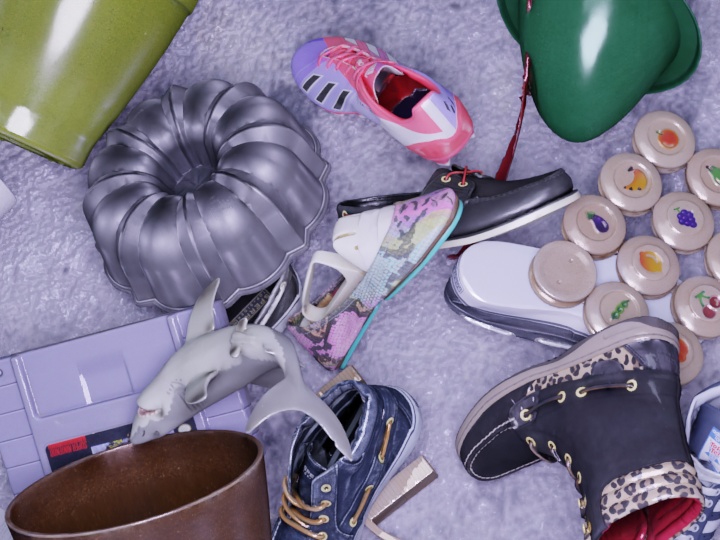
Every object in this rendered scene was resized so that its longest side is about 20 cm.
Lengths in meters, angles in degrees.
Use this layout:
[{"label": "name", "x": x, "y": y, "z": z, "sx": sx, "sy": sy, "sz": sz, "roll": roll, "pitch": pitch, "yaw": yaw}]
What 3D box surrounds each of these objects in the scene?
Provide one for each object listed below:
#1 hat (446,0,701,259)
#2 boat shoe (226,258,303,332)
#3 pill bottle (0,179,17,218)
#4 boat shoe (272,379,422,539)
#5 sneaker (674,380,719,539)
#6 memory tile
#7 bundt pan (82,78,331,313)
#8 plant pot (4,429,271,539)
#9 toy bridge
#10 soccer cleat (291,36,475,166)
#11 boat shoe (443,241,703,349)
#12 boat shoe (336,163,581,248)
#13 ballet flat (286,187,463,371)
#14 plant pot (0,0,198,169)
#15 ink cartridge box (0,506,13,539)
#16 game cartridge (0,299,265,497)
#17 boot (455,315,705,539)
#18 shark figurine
[{"label": "hat", "x": 0.153, "y": -0.118, "z": 1.569, "sx": 0.165, "sy": 0.200, "sz": 0.176, "roll": 13, "pitch": 60, "yaw": 23}, {"label": "boat shoe", "x": -0.126, "y": 0.063, "z": 1.610, "sx": 0.071, "sy": 0.064, "sz": 0.200, "roll": 37, "pitch": 80, "yaw": 18}, {"label": "pill bottle", "x": -0.374, "y": -0.020, "z": 1.649, "sx": 0.200, "sy": 0.114, "sz": 0.114, "roll": -44, "pitch": 71, "yaw": -8}, {"label": "boat shoe", "x": -0.034, "y": 0.168, "z": 1.526, "sx": 0.071, "sy": 0.091, "sz": 0.201, "roll": 30, "pitch": 93, "yaw": 29}, {"label": "sneaker", "x": 0.239, "y": 0.161, "z": 1.499, "sx": 0.070, "sy": 0.109, "sz": 0.200, "roll": 32, "pitch": 78, "yaw": 17}, {"label": "memory tile", "x": 0.231, "y": -0.020, "z": 1.571, "sx": 0.153, "sy": 0.017, "sz": 0.200, "roll": 37, "pitch": 64, "yaw": 5}, {"label": "bundt pan", "x": -0.128, "y": -0.070, "z": 1.619, "sx": 0.201, "sy": 0.076, "sz": 0.202, "roll": -12, "pitch": 52, "yaw": 15}, {"label": "plant pot", "x": -0.136, "y": 0.241, "z": 1.486, "sx": 0.186, "sy": 0.187, "sz": 0.201, "roll": -13, "pitch": 103, "yaw": 4}, {"label": "toy bridge", "x": 0.028, "y": 0.168, "z": 1.571, "sx": 0.067, "sy": 0.027, "sz": 0.200, "roll": -37, "pitch": 70, "yaw": -3}, {"label": "soccer cleat", "x": 0.010, "y": -0.147, "z": 1.633, "sx": 0.067, "sy": 0.076, "sz": 0.200, "roll": -48, "pitch": 49, "yaw": -8}, {"label": "boat shoe", "x": 0.161, "y": 0.030, "z": 1.581, "sx": 0.199, "sy": 0.068, "sz": 0.072, "roll": 9, "pitch": 65, "yaw": -9}, {"label": "boat shoe", "x": 0.070, "y": -0.048, "z": 1.581, "sx": 0.201, "sy": 0.074, "sz": 0.063, "roll": -14, "pitch": 94, "yaw": 31}, {"label": "ballet flat", "x": 0.000, "y": 0.000, "z": 1.553, "sx": 0.071, "sy": 0.200, "sz": 0.069, "roll": 30, "pitch": 43, "yaw": -8}, {"label": "plant pot", "x": -0.243, "y": -0.191, "z": 1.663, "sx": 0.200, "sy": 0.200, "sz": 0.193, "roll": 23, "pitch": 88, "yaw": 15}, {"label": "ink cartridge box", "x": -0.299, "y": 0.223, "z": 1.596, "sx": 0.200, "sy": 0.037, "sz": 0.095, "roll": 30, "pitch": 78, "yaw": 14}, {"label": "game cartridge", "x": -0.181, "y": 0.108, "z": 1.574, "sx": 0.199, "sy": 0.038, "sz": 0.130, "roll": -15, "pitch": 91, "yaw": 13}, {"label": "boot", "x": 0.157, "y": 0.139, "z": 1.487, "sx": 0.200, "sy": 0.073, "sz": 0.151, "roll": -32, "pitch": 48, "yaw": 28}, {"label": "shark figurine", "x": -0.068, "y": 0.076, "z": 1.482, "sx": 0.214, "sy": 0.089, "sz": 0.128, "roll": -5, "pitch": 57, "yaw": 53}]
